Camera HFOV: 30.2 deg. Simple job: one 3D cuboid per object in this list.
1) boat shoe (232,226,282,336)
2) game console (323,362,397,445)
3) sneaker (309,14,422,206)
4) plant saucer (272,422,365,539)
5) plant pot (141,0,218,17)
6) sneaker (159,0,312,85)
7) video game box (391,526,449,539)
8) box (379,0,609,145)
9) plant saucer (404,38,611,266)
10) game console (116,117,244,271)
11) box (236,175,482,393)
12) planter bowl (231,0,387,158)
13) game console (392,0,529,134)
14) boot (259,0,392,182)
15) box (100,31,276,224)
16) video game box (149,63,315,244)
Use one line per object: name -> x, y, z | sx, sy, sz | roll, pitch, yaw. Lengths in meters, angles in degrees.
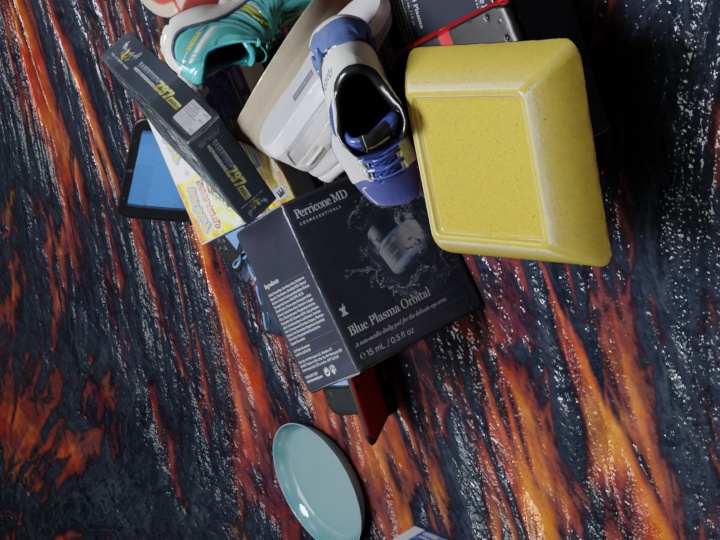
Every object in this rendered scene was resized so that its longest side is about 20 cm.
boat shoe -> -0.131, 0.000, 1.766 | 0.068, 0.084, 0.203 | -7, 105, 25
game console -> -0.038, 0.107, 1.681 | 0.171, 0.118, 0.203 | -7, 105, 45
sneaker -> 0.007, -0.127, 1.254 | 0.116, 0.080, 0.201 | -105, -5, -51
plant saucer -> -0.056, 0.307, 1.917 | 0.199, 0.027, 0.203 | 31, 133, 39
plant pot -> -0.164, -0.377, 1.502 | 0.199, 0.176, 0.203 | 30, 132, 39
sneaker -> -0.122, -0.258, 1.461 | 0.080, 0.199, 0.078 | 49, 154, 22
video game box -> 0.070, 0.400, 1.667 | 0.199, 0.181, 0.047 | 11, 120, 49
box -> 0.119, -0.203, 1.291 | 0.181, 0.103, 0.203 | -4, 108, 54
plant saucer -> 0.117, -0.097, 1.187 | 0.198, 0.048, 0.203 | 6, 114, 46
game console -> -0.228, -0.099, 1.816 | 0.171, 0.117, 0.201 | 49, 144, 22
box -> 0.000, 0.000, 1.497 | 0.117, 0.195, 0.202 | -27, 89, 55
planter bowl -> -0.031, -0.193, 1.450 | 0.134, 0.201, 0.201 | 33, 143, -3
game console -> 0.116, -0.131, 1.230 | 0.176, 0.031, 0.202 | -16, 98, 50
boot -> -0.010, -0.179, 1.331 | 0.200, 0.095, 0.074 | -49, 33, 26
box -> -0.190, -0.159, 1.484 | 0.200, 0.051, 0.158 | 44, 172, 38
video game box -> -0.165, -0.155, 1.626 | 0.181, 0.047, 0.202 | -22, 92, 43
